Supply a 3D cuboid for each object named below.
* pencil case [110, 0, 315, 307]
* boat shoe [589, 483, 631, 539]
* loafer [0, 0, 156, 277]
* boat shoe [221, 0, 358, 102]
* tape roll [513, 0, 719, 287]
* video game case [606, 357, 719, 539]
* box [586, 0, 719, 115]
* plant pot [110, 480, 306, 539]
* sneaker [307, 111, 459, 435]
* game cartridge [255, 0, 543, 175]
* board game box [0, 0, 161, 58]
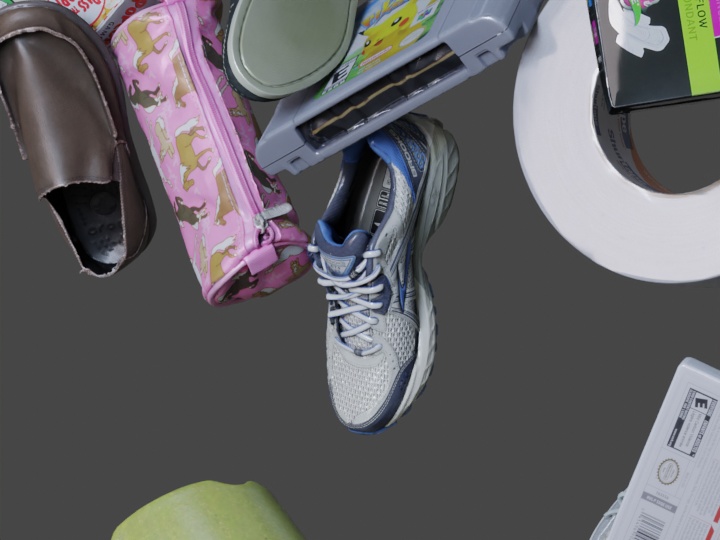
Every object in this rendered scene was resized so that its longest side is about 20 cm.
[{"bbox_3d":[-0.095,-0.079,1.764,0.086,0.083,0.201,-32,70,28],"label":"pencil case"},{"bbox_3d":[0.201,0.123,1.569,0.202,0.065,0.075,-36,69,25],"label":"boat shoe"},{"bbox_3d":[-0.180,-0.080,1.767,0.073,0.071,0.201,-17,120,12],"label":"loafer"},{"bbox_3d":[-0.048,-0.158,1.698,0.066,0.074,0.200,-37,24,40],"label":"boat shoe"},{"bbox_3d":[0.190,-0.092,1.580,0.199,0.066,0.201,-1,88,27],"label":"tape roll"},{"bbox_3d":[0.242,0.152,1.518,0.199,0.018,0.144,25,111,12],"label":"video game case"},{"bbox_3d":[0.185,-0.190,1.450,0.148,0.124,0.201,-9,90,4],"label":"box"},{"bbox_3d":[-0.074,0.236,1.680,0.200,0.200,0.185,-47,53,21],"label":"plant pot"},{"bbox_3d":[0.000,0.000,1.696,0.077,0.085,0.201,6,91,33],"label":"sneaker"},{"bbox_3d":[0.030,-0.138,1.664,0.200,0.133,0.041,-28,110,35],"label":"game cartridge"},{"bbox_3d":[-0.216,-0.227,1.820,0.152,0.046,0.200,-46,71,20],"label":"board game box"}]
